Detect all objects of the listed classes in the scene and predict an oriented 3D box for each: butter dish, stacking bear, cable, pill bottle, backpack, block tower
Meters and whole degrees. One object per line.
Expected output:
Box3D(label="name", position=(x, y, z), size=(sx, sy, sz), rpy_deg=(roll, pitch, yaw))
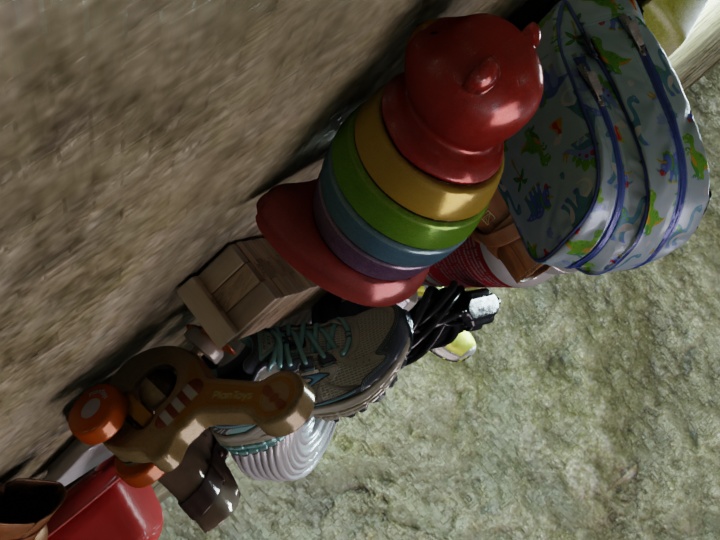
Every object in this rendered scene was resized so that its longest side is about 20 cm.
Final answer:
Box3D(label="butter dish", position=(-0.282, 0.299, 1.271), size=(0.199, 0.148, 0.199), rpy_deg=(-39, -176, -1))
Box3D(label="stacking bear", position=(0.037, -0.075, 0.713), size=(0.121, 0.114, 0.200), rpy_deg=(-34, 168, -41))
Box3D(label="cable", position=(0.038, 0.061, 1.110), size=(0.162, 0.051, 0.199), rpy_deg=(-29, 172, 28))
Box3D(label="cable", position=(-0.066, 0.105, 1.129), size=(0.200, 0.068, 0.202), rpy_deg=(-39, 140, -68))
Box3D(label="pill bottle", position=(0.127, -0.040, 1.132), size=(0.112, 0.113, 0.199), rpy_deg=(-35, -160, -32))
Box3D(label="backpack", position=(0.159, -0.093, 0.832), size=(0.153, 0.201, 0.163), rpy_deg=(-22, 166, -40))
Box3D(label="block tower", position=(-0.068, 0.007, 0.918), size=(0.058, 0.054, 0.200), rpy_deg=(-41, 174, 18))

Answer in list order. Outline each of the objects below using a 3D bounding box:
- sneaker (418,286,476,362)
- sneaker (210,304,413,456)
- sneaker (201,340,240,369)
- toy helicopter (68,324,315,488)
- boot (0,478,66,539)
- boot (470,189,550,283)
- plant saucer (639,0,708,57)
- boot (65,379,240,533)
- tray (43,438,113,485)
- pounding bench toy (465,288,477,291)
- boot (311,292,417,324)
Box3D(label="sneaker", position=(0.074, 0.027, 1.313), size=(0.076, 0.200, 0.076), rpy_deg=(-40, -150, 8))
Box3D(label="sneaker", position=(-0.051, 0.079, 0.942), size=(0.199, 0.086, 0.078), rpy_deg=(-30, -143, 15))
Box3D(label="sneaker", position=(-0.111, 0.094, 1.231), size=(0.081, 0.076, 0.200), rpy_deg=(-46, 173, -1))
Box3D(label="toy helicopter", position=(-0.114, 0.091, 0.885), size=(0.198, 0.079, 0.133), rpy_deg=(-3, -131, 35))
Box3D(label="boot", position=(-0.316, 0.230, 1.057), size=(0.155, 0.077, 0.200), rpy_deg=(-45, 165, 21))
Box3D(label="boot", position=(0.114, -0.064, 1.002), size=(0.074, 0.155, 0.200), rpy_deg=(-41, 174, 23))
Box3D(label="plant saucer", position=(0.229, -0.199, 0.979), size=(0.200, 0.048, 0.200), rpy_deg=(-53, -176, -38))
Box3D(label="boot", position=(-0.166, 0.160, 1.016), size=(0.070, 0.147, 0.200), rpy_deg=(-37, 174, 10))
Box3D(label="tray", position=(-0.238, 0.158, 1.176), size=(0.107, 0.022, 0.200), rpy_deg=(-42, 174, 32))
Box3D(label="pounding bench toy", position=(0.081, -0.004, 1.414), size=(0.156, 0.125, 0.200), rpy_deg=(-38, 174, -3))
Box3D(label="boot", position=(0.000, 0.000, 1.063), size=(0.090, 0.073, 0.200), rpy_deg=(-35, -165, 16))
